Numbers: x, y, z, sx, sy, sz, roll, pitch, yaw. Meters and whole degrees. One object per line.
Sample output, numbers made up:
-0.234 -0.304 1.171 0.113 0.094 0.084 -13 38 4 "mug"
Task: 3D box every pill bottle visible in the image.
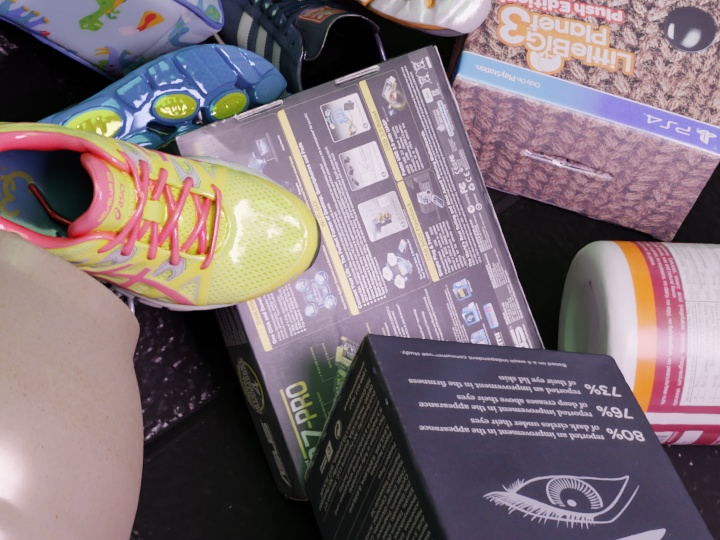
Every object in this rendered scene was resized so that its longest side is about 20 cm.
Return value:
0.216 0.041 0.958 0.197 0.110 0.111 2 61 -10 "pill bottle"

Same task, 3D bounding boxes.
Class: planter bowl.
-0.181 0.060 0.808 0.198 0.200 0.136 23 70 3 "planter bowl"

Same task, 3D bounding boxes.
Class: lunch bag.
-0.171 -0.202 0.980 0.082 0.199 0.162 -33 63 22 "lunch bag"

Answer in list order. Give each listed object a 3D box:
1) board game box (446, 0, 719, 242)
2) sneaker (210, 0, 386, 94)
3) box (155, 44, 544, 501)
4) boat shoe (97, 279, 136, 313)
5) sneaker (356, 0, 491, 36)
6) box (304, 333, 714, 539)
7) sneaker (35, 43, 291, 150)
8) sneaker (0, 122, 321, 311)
0.141 -0.144 1.053 0.158 0.097 0.202 16 59 -2 "board game box"
-0.031 -0.140 1.026 0.075 0.085 0.201 -30 70 -24 "sneaker"
0.000 0.000 0.931 0.160 0.049 0.202 -22 94 -23 "box"
-0.152 0.014 0.925 0.197 0.074 0.069 -16 70 -20 "boat shoe"
0.010 -0.189 1.025 0.078 0.077 0.200 -47 53 -3 "sneaker"
0.075 0.136 0.817 0.146 0.105 0.201 7 37 -23 "box"
-0.131 -0.073 0.968 0.198 0.083 0.071 -23 99 -16 "sneaker"
-0.112 -0.026 0.828 0.198 0.090 0.079 9 86 -14 "sneaker"
